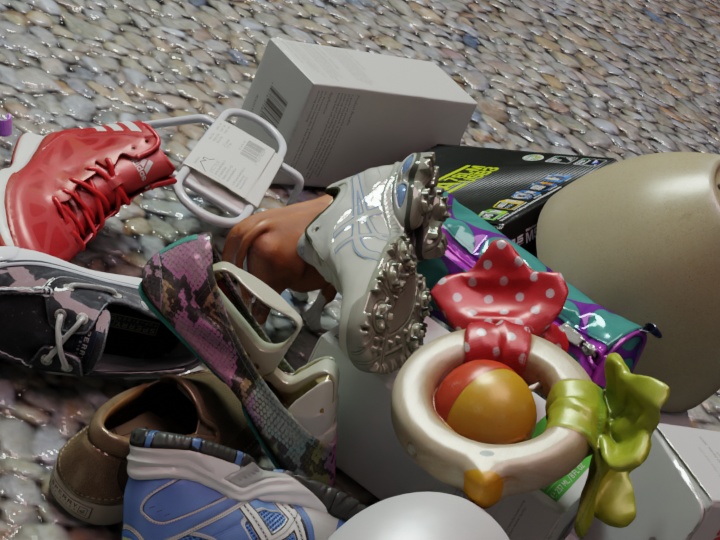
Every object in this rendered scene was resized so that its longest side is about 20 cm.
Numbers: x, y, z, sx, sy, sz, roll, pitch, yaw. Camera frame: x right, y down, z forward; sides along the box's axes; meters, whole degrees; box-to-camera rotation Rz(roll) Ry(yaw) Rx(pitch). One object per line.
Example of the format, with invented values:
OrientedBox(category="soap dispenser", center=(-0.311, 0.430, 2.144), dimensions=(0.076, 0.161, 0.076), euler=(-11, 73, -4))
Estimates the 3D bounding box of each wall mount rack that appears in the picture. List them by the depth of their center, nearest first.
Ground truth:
OrientedBox(category="wall mount rack", center=(-0.138, -0.075, 1.285), dimensions=(0.173, 0.075, 0.200), euler=(30, 27, -3))

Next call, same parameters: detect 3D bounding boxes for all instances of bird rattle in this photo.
OrientedBox(category="bird rattle", center=(0.093, 0.071, 1.000), dimensions=(0.162, 0.113, 0.200), euler=(-21, 53, -29))

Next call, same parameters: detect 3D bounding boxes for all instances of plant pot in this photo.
OrientedBox(category="plant pot", center=(0.251, -0.012, 1.235), dimensions=(0.199, 0.134, 0.202), euler=(24, 46, -28))

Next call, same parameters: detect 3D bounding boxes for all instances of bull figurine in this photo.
OrientedBox(category="bull figurine", center=(-0.036, -0.010, 1.205), dimensions=(0.199, 0.122, 0.065), euler=(-9, 44, -49))

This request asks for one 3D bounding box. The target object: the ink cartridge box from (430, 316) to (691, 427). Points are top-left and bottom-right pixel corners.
OrientedBox(category="ink cartridge box", center=(0.152, 0.088, 1.265), dimensions=(0.198, 0.067, 0.116), euler=(22, 29, -11))

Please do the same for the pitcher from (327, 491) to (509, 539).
OrientedBox(category="pitcher", center=(0.024, 0.227, 0.880), dimensions=(0.172, 0.121, 0.200), euler=(51, 40, 1))

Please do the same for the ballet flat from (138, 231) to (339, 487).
OrientedBox(category="ballet flat", center=(-0.059, 0.060, 1.025), dimensions=(0.201, 0.071, 0.069), euler=(53, 13, -17))

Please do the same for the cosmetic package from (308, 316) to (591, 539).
OrientedBox(category="cosmetic package", center=(0.059, 0.115, 1.100), dimensions=(0.199, 0.085, 0.107), euler=(36, 32, 14))

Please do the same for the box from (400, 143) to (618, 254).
OrientedBox(category="box", center=(0.090, -0.057, 1.360), dimensions=(0.191, 0.048, 0.199), euler=(11, 25, 36))

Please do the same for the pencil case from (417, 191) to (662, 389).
OrientedBox(category="pencil case", center=(0.113, 0.026, 1.167), dimensions=(0.199, 0.085, 0.093), euler=(36, -9, 24))

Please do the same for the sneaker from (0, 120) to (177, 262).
OrientedBox(category="sneaker", center=(-0.193, -0.058, 1.142), dimensions=(0.114, 0.079, 0.201), euler=(-16, 33, 5))

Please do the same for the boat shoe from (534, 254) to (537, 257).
OrientedBox(category="boat shoe", center=(0.152, 0.028, 1.364), dimensions=(0.198, 0.073, 0.062), euler=(21, 27, -16))

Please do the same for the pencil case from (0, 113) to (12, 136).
OrientedBox(category="pencil case", center=(-0.349, -0.118, 1.145), dimensions=(0.198, 0.084, 0.086), euler=(26, 61, -5))

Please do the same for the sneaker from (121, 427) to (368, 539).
OrientedBox(category="sneaker", center=(-0.066, 0.154, 0.965), dimensions=(0.199, 0.078, 0.075), euler=(24, -15, -38))

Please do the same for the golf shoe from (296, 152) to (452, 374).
OrientedBox(category="golf shoe", center=(0.000, 0.000, 1.089), dimensions=(0.096, 0.079, 0.201), euler=(-5, 34, 18))

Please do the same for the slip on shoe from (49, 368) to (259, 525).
OrientedBox(category="slip on shoe", center=(-0.116, 0.095, 1.018), dimensions=(0.076, 0.061, 0.199), euler=(38, 29, 20))

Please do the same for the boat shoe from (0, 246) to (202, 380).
OrientedBox(category="boat shoe", center=(-0.187, 0.037, 1.039), dimensions=(0.198, 0.072, 0.068), euler=(13, 16, -40))

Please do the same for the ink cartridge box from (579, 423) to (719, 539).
OrientedBox(category="ink cartridge box", center=(0.256, 0.191, 1.095), dimensions=(0.198, 0.146, 0.084), euler=(10, 30, -31))

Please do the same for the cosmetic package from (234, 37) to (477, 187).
OrientedBox(category="cosmetic package", center=(-0.004, -0.136, 1.469), dimensions=(0.198, 0.108, 0.085), euler=(2, 34, -42))
